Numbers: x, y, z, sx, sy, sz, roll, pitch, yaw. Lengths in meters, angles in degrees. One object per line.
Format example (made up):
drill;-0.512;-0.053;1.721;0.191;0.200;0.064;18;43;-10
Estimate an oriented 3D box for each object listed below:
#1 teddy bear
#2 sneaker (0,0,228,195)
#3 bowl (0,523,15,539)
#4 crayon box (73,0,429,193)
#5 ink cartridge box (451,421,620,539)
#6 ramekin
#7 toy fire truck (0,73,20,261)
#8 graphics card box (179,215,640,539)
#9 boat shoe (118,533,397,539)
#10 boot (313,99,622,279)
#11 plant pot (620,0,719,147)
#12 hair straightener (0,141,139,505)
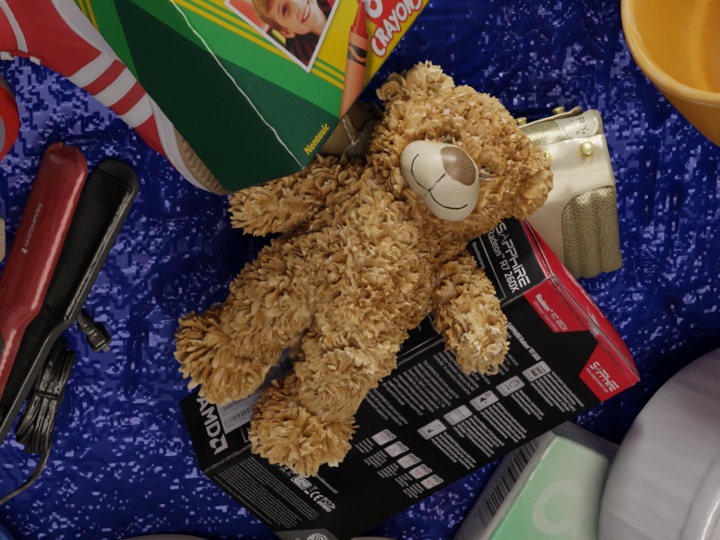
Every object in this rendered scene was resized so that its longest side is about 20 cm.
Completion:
teddy bear;0.000;0.000;1.211;0.200;0.067;0.145;-32;75;11
sneaker;-0.128;-0.107;1.241;0.200;0.112;0.071;55;50;-52
bowl;-0.258;0.196;1.332;0.199;0.039;0.202;0;114;-1
crayon box;-0.046;-0.166;1.169;0.058;0.200;0.173;-15;121;45
ink cartridge box;0.140;0.184;1.419;0.199;0.050;0.161;26;104;-17
ramekin;0.219;0.133;1.358;0.200;0.098;0.201;-11;112;-30
toy fire truck;-0.214;-0.009;1.234;0.200;0.049;0.141;-53;147;8
graphics card box;0.025;0.061;1.297;0.199;0.051;0.125;-31;144;11
boat shoe;-0.063;0.179;1.364;0.199;0.072;0.060;-2;130;-1
boot;0.042;-0.061;1.285;0.155;0.073;0.201;-19;117;1
plant pot;0.257;-0.110;1.259;0.200;0.200;0.183;-42;128;7
hair straightener;-0.150;0.040;1.291;0.077;0.041;0.201;15;94;-45
